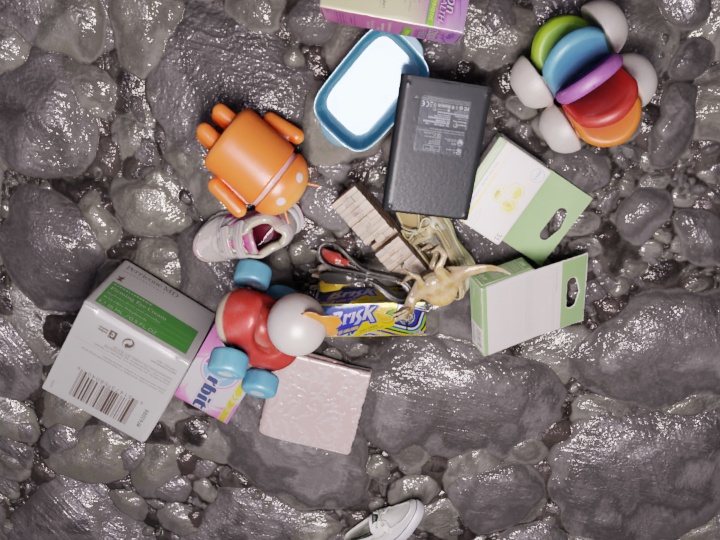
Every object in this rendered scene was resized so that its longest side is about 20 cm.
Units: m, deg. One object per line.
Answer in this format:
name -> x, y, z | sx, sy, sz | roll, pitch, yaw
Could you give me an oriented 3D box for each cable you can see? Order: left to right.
cable -> 0.000, 0.000, 1.068 | 0.196, 0.050, 0.099 | 6, 110, 14

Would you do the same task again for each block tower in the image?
block tower -> 0.037, -0.059, 1.053 | 0.054, 0.058, 0.200 | -36, 109, 17

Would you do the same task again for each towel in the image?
towel -> -0.088, 0.250, 1.208 | 0.187, 0.032, 0.203 | 14, 114, -4

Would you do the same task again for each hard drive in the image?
hard drive -> 0.114, -0.183, 0.957 | 0.137, 0.033, 0.204 | 5, 107, -10

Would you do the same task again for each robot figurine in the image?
robot figurine -> -0.161, -0.169, 0.984 | 0.199, 0.145, 0.116 | 41, 132, -13

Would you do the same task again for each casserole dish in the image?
casserole dish -> 0.016, -0.278, 0.967 | 0.121, 0.039, 0.200 | 40, 111, -14

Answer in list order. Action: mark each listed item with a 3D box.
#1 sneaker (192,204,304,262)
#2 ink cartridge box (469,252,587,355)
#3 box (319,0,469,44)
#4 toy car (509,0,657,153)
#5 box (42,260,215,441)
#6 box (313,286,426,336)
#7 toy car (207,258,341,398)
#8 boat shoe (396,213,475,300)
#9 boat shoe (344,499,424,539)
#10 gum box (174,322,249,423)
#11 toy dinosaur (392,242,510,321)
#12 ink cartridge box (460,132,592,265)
sneaker -> -0.194, -0.059, 1.048 | 0.197, 0.089, 0.083 | -18, 112, 11
ink cartridge box -> 0.285, 0.049, 1.072 | 0.197, 0.048, 0.148 | -19, 125, -12
box -> 0.056, -0.421, 0.852 | 0.196, 0.097, 0.180 | 10, 101, 0
toy car -> 0.322, -0.265, 0.893 | 0.174, 0.151, 0.201 | -34, 108, 17
box -> -0.395, 0.138, 1.101 | 0.197, 0.172, 0.201 | 32, 111, -11
box -> 0.016, 0.071, 1.102 | 0.196, 0.070, 0.066 | -2, 112, 4
toy car -> -0.111, 0.095, 1.004 | 0.197, 0.187, 0.177 | -2, 151, 29
boat shoe -> 0.119, -0.042, 1.040 | 0.072, 0.063, 0.202 | -16, 120, 43
boat shoe -> 0.044, 0.529, 1.298 | 0.066, 0.074, 0.200 | 38, 111, -16
gum box -> -0.244, 0.168, 1.162 | 0.112, 0.066, 0.202 | 30, 112, -9
toy dinosaur -> 0.128, 0.007, 1.003 | 0.198, 0.058, 0.102 | -27, 105, 13
ink cartridge box -> 0.261, -0.106, 1.024 | 0.198, 0.048, 0.147 | 32, 111, -8
